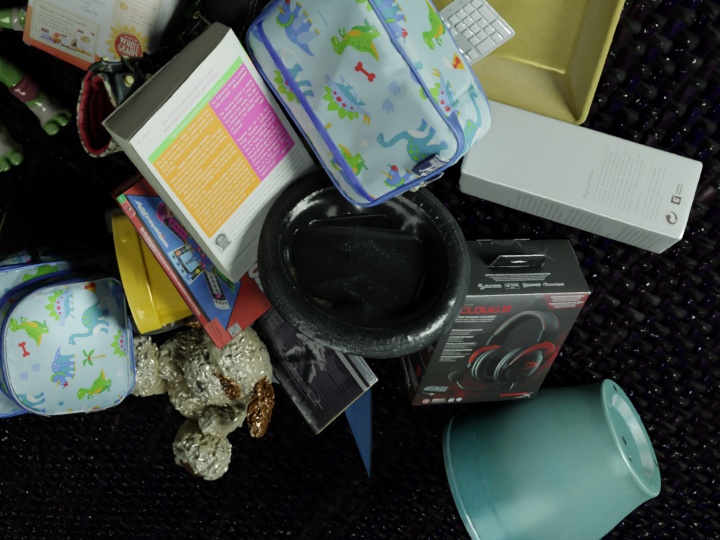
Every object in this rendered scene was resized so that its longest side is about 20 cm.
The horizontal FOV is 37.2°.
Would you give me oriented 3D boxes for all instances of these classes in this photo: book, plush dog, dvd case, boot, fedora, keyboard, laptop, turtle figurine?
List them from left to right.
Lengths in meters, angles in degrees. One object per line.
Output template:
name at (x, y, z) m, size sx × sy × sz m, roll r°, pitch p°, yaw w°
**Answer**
turtle figurine at (-0.377, -0.201, 1.077) m, size 0.198 × 0.145 × 0.195 m, roll -6°, pitch 133°, yaw 33°
boot at (-0.158, -0.188, 0.937) m, size 0.073 × 0.153 × 0.205 m, roll 41°, pitch 125°, yaw 21°
plush dog at (-0.167, 0.124, 1.273) m, size 0.171 × 0.160 × 0.201 m, roll -33°, pitch 91°, yaw 47°
book at (-0.118, -0.100, 0.950) m, size 0.048 × 0.134 × 0.201 m, roll 31°, pitch 162°, yaw 42°
laptop at (-0.064, 0.124, 1.268) m, size 0.197 × 0.117 × 0.189 m, roll 12°, pitch 135°, yaw 12°
dvd case at (-0.060, 0.096, 1.211) m, size 0.149 × 0.016 × 0.200 m, roll 54°, pitch 151°, yaw 8°
fedora at (0.000, 0.000, 1.005) m, size 0.198 × 0.203 × 0.092 m, roll 24°, pitch 160°, yaw 0°
keyboard at (0.045, -0.176, 0.941) m, size 0.056 × 0.011 × 0.199 m, roll 43°, pitch 134°, yaw -19°

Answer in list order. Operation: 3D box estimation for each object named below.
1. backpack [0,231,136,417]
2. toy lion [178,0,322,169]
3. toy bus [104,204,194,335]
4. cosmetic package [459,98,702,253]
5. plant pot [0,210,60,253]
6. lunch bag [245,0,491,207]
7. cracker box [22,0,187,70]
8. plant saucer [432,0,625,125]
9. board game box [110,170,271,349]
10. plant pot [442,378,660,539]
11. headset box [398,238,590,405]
backpack at (-0.345, 0.067, 1.144) m, size 0.146 × 0.197 × 0.186 m, roll 23°, pitch 117°, yaw 59°
toy lion at (-0.134, -0.170, 1.065) m, size 0.197 × 0.069 × 0.194 m, roll 5°, pitch 126°, yaw 19°
toy bus at (-0.164, -0.026, 1.153) m, size 0.189 × 0.200 × 0.138 m, roll -15°, pitch 98°, yaw -2°
cosmetic package at (0.192, -0.083, 0.960) m, size 0.197 × 0.072 × 0.101 m, roll 17°, pitch 176°, yaw 6°
plant pot at (-0.379, 0.051, 1.302) m, size 0.171 × 0.202 × 0.200 m, roll 19°, pitch 139°, yaw -18°
lunch bag at (0.004, -0.161, 0.908) m, size 0.160 × 0.082 × 0.201 m, roll -21°, pitch 106°, yaw 45°
cracker box at (-0.221, -0.277, 0.970) m, size 0.132 × 0.058 × 0.202 m, roll 25°, pitch 125°, yaw 1°
plant saucer at (0.119, -0.237, 0.892) m, size 0.197 × 0.049 × 0.202 m, roll 18°, pitch 136°, yaw 8°
board game box at (-0.144, -0.027, 1.020) m, size 0.019 × 0.103 × 0.201 m, roll 34°, pitch 158°, yaw 50°
plant pot at (0.221, 0.216, 1.190) m, size 0.186 × 0.201 × 0.201 m, roll -29°, pitch 117°, yaw 24°
headset box at (0.134, 0.048, 1.096) m, size 0.146 × 0.076 × 0.201 m, roll -1°, pitch 139°, yaw -17°
